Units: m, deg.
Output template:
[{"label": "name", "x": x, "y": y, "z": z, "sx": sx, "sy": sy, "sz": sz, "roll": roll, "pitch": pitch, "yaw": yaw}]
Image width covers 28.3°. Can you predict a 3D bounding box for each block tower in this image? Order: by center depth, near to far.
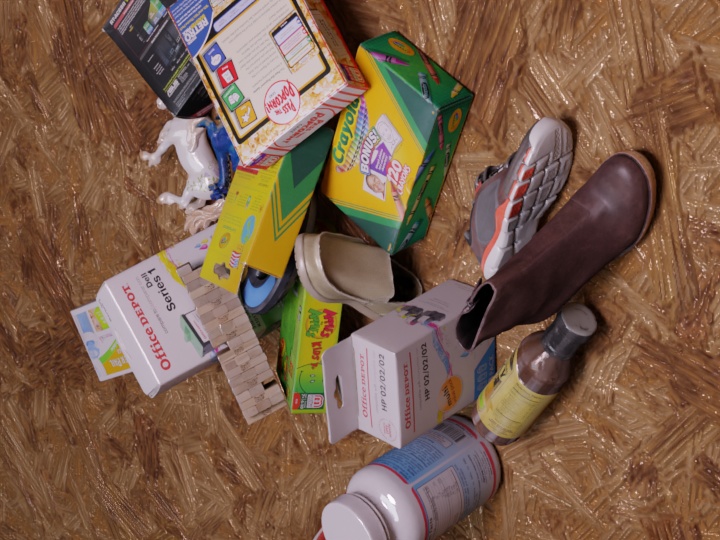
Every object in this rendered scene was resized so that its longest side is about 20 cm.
[{"label": "block tower", "x": -0.150, "y": 0.078, "z": 1.672, "sx": 0.202, "sy": 0.057, "sz": 0.054, "roll": 64, "pitch": 173, "yaw": -5}]

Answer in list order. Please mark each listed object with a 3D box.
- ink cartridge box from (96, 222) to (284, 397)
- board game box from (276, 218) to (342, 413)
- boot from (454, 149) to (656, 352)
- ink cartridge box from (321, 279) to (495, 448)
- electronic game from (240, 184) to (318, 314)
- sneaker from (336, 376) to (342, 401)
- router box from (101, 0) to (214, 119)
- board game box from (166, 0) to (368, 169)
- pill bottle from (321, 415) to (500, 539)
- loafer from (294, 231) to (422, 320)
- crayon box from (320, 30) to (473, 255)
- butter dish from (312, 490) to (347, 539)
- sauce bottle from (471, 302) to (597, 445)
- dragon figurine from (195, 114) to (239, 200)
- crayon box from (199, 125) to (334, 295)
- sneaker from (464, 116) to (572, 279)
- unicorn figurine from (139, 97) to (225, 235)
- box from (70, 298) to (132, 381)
[{"label": "ink cartridge box", "x": -0.202, "y": 0.042, "z": 1.744, "sx": 0.146, "sy": 0.198, "sz": 0.084, "roll": 60, "pitch": 159, "yaw": 4}, {"label": "board game box", "x": -0.058, "y": 0.052, "z": 1.654, "sx": 0.102, "sy": 0.047, "sz": 0.203, "roll": -118, "pitch": 33, "yaw": -62}, {"label": "boot", "x": 0.178, "y": -0.013, "z": 1.303, "sx": 0.072, "sy": 0.165, "sz": 0.201, "roll": 47, "pitch": 139, "yaw": 19}, {"label": "ink cartridge box", "x": 0.054, "y": 0.103, "z": 1.487, "sx": 0.067, "sy": 0.199, "sz": 0.117, "roll": 20, "pitch": 126, "yaw": 41}, {"label": "electronic game", "x": -0.098, "y": -0.049, "z": 1.634, "sx": 0.200, "sy": 0.041, "sz": 0.203, "roll": -165, "pitch": 90, "yaw": -70}, {"label": "sneaker", "x": 0.026, "y": 0.119, "z": 1.646, "sx": 0.200, "sy": 0.103, "sz": 0.076, "roll": -153, "pitch": 46, "yaw": -78}, {"label": "router box", "x": -0.181, "y": -0.293, "z": 1.592, "sx": 0.150, "sy": 0.062, "sz": 0.200, "roll": 50, "pitch": 116, "yaw": 18}, {"label": "board game box", "x": -0.099, "y": -0.231, "z": 1.477, "sx": 0.151, "sy": 0.046, "sz": 0.202, "roll": -34, "pitch": 73, "yaw": 26}, {"label": "pill bottle", "x": 0.055, "y": 0.248, "z": 1.569, "sx": 0.108, "sy": 0.199, "sz": 0.110, "roll": 26, "pitch": 129, "yaw": 38}, {"label": "loafer", "x": 0.000, "y": 0.000, "z": 1.533, "sx": 0.068, "sy": 0.199, "sz": 0.077, "roll": -19, "pitch": 67, "yaw": 27}, {"label": "crayon box", "x": 0.034, "y": -0.132, "z": 1.493, "sx": 0.119, "sy": 0.058, "sz": 0.202, "roll": 42, "pitch": 138, "yaw": 25}, {"label": "butter dish", "x": 0.024, "y": 0.374, "z": 1.736, "sx": 0.201, "sy": 0.146, "sz": 0.201, "roll": 122, "pitch": 158, "yaw": -47}, {"label": "sauce bottle", "x": 0.179, "y": 0.104, "z": 1.456, "sx": 0.065, "sy": 0.064, "sz": 0.201, "roll": 50, "pitch": 139, "yaw": 17}, {"label": "dragon figurine", "x": -0.138, "y": -0.157, "z": 1.680, "sx": 0.100, "sy": 0.058, "sz": 0.200, "roll": 57, "pitch": 143, "yaw": 8}, {"label": "crayon box", "x": -0.105, "y": -0.071, "z": 1.558, "sx": 0.127, "sy": 0.050, "sz": 0.203, "roll": 21, "pitch": 91, "yaw": 63}, {"label": "sneaker", "x": 0.140, "y": -0.079, "z": 1.390, "sx": 0.082, "sy": 0.076, "sz": 0.201, "roll": 48, "pitch": 140, "yaw": 29}, {"label": "unicorn figurine", "x": -0.219, "y": -0.151, "z": 1.780, "sx": 0.137, "sy": 0.074, "sz": 0.201, "roll": -23, "pitch": 107, "yaw": 43}, {"label": "box", "x": -0.297, "y": 0.071, "z": 1.962, "sx": 0.199, "sy": 0.101, "sz": 0.114, "roll": -19, "pitch": 96, "yaw": 52}]
